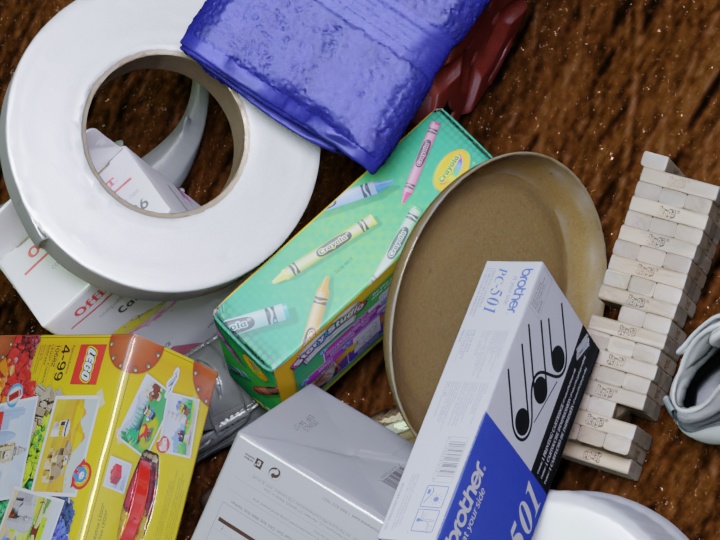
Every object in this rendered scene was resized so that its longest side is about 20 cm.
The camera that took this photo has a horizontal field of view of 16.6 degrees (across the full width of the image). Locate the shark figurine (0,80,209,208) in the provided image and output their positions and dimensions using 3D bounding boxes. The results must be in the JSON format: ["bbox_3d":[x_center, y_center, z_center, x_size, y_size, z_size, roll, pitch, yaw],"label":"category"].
[{"bbox_3d":[-0.160,-0.072,1.706,0.215,0.089,0.128,-46,70,6],"label":"shark figurine"}]

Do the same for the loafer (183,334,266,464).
[{"bbox_3d":[-0.104,0.087,1.658,0.200,0.070,0.070,-40,69,6],"label":"loafer"}]

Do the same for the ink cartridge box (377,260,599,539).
[{"bbox_3d":[0.080,0.102,1.489,0.044,0.094,0.201,1,54,35],"label":"ink cartridge box"}]

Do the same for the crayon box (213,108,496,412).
[{"bbox_3d":[0.000,0.000,1.589,0.200,0.119,0.058,-42,73,-12],"label":"crayon box"}]

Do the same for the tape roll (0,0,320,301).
[{"bbox_3d":[-0.125,-0.081,1.538,0.201,0.037,0.205,3,79,-14],"label":"tape roll"}]

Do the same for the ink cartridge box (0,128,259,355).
[{"bbox_3d":[-0.154,-0.002,1.621,0.116,0.200,0.068,-43,58,5],"label":"ink cartridge box"}]

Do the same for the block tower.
[{"bbox_3d":[0.181,0.030,1.585,0.057,0.054,0.201,16,84,20],"label":"block tower"}]

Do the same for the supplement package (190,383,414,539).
[{"bbox_3d":[-0.041,0.196,1.545,0.119,0.121,0.201,30,112,13],"label":"supplement package"}]

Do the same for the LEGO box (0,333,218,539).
[{"bbox_3d":[-0.186,0.147,1.560,0.148,0.077,0.201,-3,68,46],"label":"LEGO box"}]

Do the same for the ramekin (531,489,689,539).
[{"bbox_3d":[0.124,0.231,1.535,0.199,0.098,0.202,-4,77,17],"label":"ramekin"}]

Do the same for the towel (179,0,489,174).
[{"bbox_3d":[0.000,-0.177,1.524,0.147,0.050,0.201,34,88,-1],"label":"towel"}]

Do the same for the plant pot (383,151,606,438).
[{"bbox_3d":[0.081,0.023,1.554,0.027,0.200,0.201,15,82,44],"label":"plant pot"}]

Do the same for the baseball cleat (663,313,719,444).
[{"bbox_3d":[0.274,0.034,1.525,0.200,0.106,0.070,-43,64,3],"label":"baseball cleat"}]

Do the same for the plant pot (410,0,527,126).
[{"bbox_3d":[0.003,-0.197,1.632,0.194,0.201,0.202,27,87,14],"label":"plant pot"}]

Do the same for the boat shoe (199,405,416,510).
[{"bbox_3d":[-0.006,0.143,1.622,0.199,0.072,0.077,-26,83,22],"label":"boat shoe"}]
